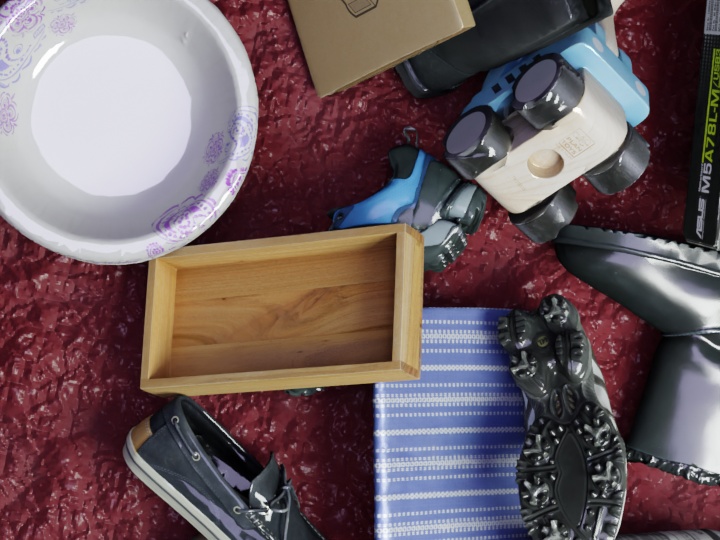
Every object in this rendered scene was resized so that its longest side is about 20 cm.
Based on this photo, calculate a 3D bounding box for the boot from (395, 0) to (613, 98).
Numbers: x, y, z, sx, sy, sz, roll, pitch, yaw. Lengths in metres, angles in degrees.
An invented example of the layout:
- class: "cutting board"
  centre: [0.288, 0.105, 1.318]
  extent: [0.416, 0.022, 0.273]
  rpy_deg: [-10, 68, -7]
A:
- class: "boot"
  centre: [0.070, -0.214, 1.253]
  extent: [0.065, 0.200, 0.166]
  rpy_deg: [-31, 96, -27]

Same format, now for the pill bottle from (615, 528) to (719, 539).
- class: "pill bottle"
  centre: [0.206, 0.237, 1.283]
  extent: [0.198, 0.116, 0.118]
  rpy_deg: [-1, 88, -16]

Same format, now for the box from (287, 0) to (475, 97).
- class: "box"
  centre: [-0.007, -0.237, 1.280]
  extent: [0.021, 0.163, 0.202]
  rpy_deg: [-17, 89, -38]

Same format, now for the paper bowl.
- class: "paper bowl"
  centre: [-0.169, -0.105, 1.286]
  extent: [0.199, 0.104, 0.203]
  rpy_deg: [0, 87, -3]

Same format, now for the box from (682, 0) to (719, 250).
- class: "box"
  centre: [0.322, -0.113, 1.295]
  extent: [0.192, 0.047, 0.202]
  rpy_deg: [-1, 100, -27]

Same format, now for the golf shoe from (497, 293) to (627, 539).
- class: "golf shoe"
  centre: [0.147, 0.118, 1.273]
  extent: [0.077, 0.095, 0.202]
  rpy_deg: [-12, 59, 16]

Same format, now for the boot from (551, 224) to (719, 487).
- class: "boot"
  centre: [0.217, 0.060, 1.324]
  extent: [0.196, 0.073, 0.164]
  rpy_deg: [12, 93, -1]

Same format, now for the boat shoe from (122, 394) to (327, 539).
- class: "boat shoe"
  centre: [-0.072, 0.161, 1.293]
  extent: [0.200, 0.075, 0.062]
  rpy_deg: [40, 106, -2]

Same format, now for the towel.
- class: "towel"
  centre: [0.063, 0.126, 1.299]
  extent: [0.144, 0.024, 0.202]
  rpy_deg: [1, 86, -38]

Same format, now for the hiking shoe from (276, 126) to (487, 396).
- class: "hiking shoe"
  centre: [0.000, 0.000, 1.317]
  extent: [0.087, 0.074, 0.200]
  rpy_deg: [40, 80, 13]

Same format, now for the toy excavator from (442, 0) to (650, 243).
- class: "toy excavator"
  centre: [0.154, -0.150, 1.310]
  extent: [0.194, 0.201, 0.100]
  rpy_deg: [-34, 122, 29]

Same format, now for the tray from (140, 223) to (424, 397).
- class: "tray"
  centre: [-0.054, 0.029, 1.268]
  extent: [0.198, 0.037, 0.100]
  rpy_deg: [-5, 73, 25]

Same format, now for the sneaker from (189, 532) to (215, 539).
- class: "sneaker"
  centre: [-0.095, 0.288, 1.295]
  extent: [0.089, 0.067, 0.201]
  rpy_deg: [-27, 93, -9]
